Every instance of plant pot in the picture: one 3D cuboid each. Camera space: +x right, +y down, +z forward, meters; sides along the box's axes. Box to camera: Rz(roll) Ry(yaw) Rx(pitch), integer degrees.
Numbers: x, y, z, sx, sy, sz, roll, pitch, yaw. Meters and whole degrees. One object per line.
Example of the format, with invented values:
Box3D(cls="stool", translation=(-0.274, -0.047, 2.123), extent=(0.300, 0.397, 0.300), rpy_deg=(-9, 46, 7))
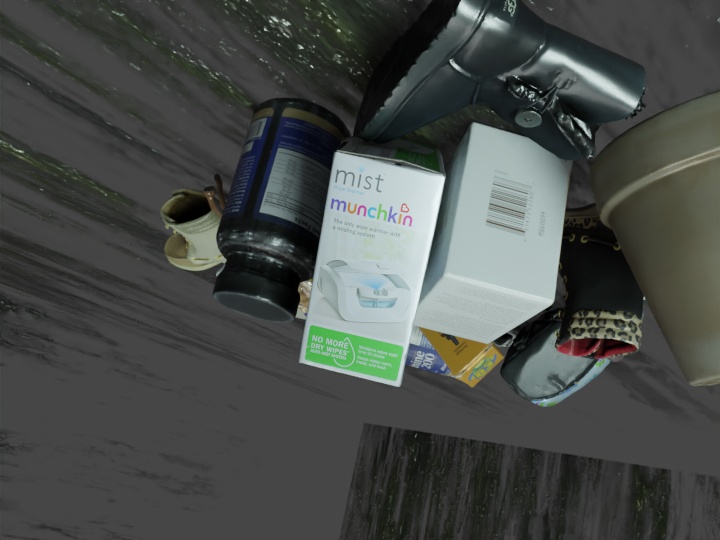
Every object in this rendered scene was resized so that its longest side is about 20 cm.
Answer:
Box3D(cls="plant pot", translation=(0.284, -0.013, 0.497), extent=(0.194, 0.179, 0.200), rpy_deg=(-6, 165, -2))

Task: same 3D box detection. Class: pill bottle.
Box3D(cls="pill bottle", translation=(-0.081, -0.059, 0.683), extent=(0.109, 0.205, 0.112), rpy_deg=(13, 163, 4))
Box3D(cls="pill bottle", translation=(0.096, 0.114, 1.220), extent=(0.194, 0.114, 0.111), rpy_deg=(15, 163, -2))

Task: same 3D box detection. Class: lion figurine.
Box3D(cls="lion figurine", translation=(-0.112, -0.037, 0.814), extent=(0.199, 0.072, 0.125), rpy_deg=(37, 150, 44))

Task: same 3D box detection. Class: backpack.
Box3D(cls="backpack", translation=(0.291, 0.123, 1.008), extent=(0.155, 0.162, 0.200), rpy_deg=(50, -173, -2))

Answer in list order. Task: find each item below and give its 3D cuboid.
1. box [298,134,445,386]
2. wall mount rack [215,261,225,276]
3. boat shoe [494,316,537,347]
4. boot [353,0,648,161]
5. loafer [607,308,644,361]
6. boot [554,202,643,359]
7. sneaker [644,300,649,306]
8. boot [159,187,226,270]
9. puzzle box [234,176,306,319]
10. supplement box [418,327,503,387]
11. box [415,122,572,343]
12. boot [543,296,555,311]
Box3D(cls="box", translation=(0.013, -0.025, 0.625), extent=(0.094, 0.181, 0.200), rpy_deg=(12, -165, 2))
Box3D(cls="wall mount rack", translation=(-0.175, 0.014, 1.191), extent=(0.194, 0.077, 0.174), rpy_deg=(13, 162, 0))
Box3D(cls="boat shoe", translation=(0.233, 0.094, 1.123), extent=(0.072, 0.069, 0.198), rpy_deg=(-3, 155, 44))
Box3D(cls="boot", translation=(0.100, -0.129, 0.535), extent=(0.165, 0.078, 0.199), rpy_deg=(24, 154, -18))
Box3D(cls="loafer", translation=(0.291, 0.052, 0.825), extent=(0.070, 0.065, 0.200), rpy_deg=(11, -168, 8))
Box3D(cls="boot", translation=(0.233, 0.014, 0.739), extent=(0.072, 0.155, 0.198), rpy_deg=(23, 160, -29))
Box3D(cls="sneaker", translation=(0.408, 0.031, 0.785), extent=(0.194, 0.077, 0.079), rpy_deg=(9, 164, 19))
Box3D(cls="boot", translation=(-0.255, -0.061, 1.033), extent=(0.195, 0.074, 0.154), rpy_deg=(-2, 158, 28))
Box3D(cls="puzzle box", translation=(-0.079, -0.028, 0.849), extent=(0.131, 0.025, 0.205), rpy_deg=(8, 123, 43))
Box3D(cls="supplement box", translation=(0.110, 0.062, 0.940), extent=(0.201, 0.066, 0.069), rpy_deg=(54, -172, 37))
Box3D(cls="box", translation=(0.124, -0.027, 0.701), extent=(0.103, 0.156, 0.200), rpy_deg=(13, 163, -3))
Box3D(cls="boot", translation=(0.198, 0.010, 0.929), extent=(0.127, 0.070, 0.200), rpy_deg=(0, 164, 20))
